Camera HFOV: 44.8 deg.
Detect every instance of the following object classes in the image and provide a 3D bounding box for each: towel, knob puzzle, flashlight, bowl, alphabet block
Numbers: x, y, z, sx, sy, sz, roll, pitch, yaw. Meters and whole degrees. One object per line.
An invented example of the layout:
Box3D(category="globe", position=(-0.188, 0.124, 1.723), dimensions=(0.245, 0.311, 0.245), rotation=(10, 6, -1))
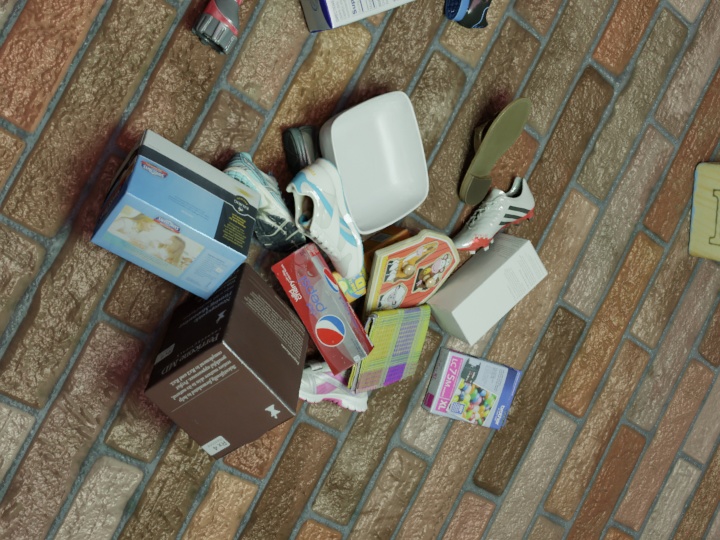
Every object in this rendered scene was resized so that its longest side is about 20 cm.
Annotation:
Box3D(category="towel", position=(0.053, 0.130, 1.502), dimensions=(0.198, 0.022, 0.147), rotation=(-6, 115, -55))
Box3D(category="knob puzzle", position=(0.098, 0.014, 1.498), dimensions=(0.217, 0.031, 0.222), rotation=(-27, 143, -22))
Box3D(category="flashlight", position=(-0.178, -0.428, 1.319), dimensions=(0.067, 0.068, 0.202), rotation=(34, 85, -25))
Box3D(category="bowl", position=(0.015, -0.177, 1.435), dimensions=(0.198, 0.074, 0.204), rotation=(-29, 112, -37))
Box3D(category="alphabet block", position=(0.816, -0.117, 1.781), dimensions=(0.191, 0.199, 0.201), rotation=(-6, 102, -24))

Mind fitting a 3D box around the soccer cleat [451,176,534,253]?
Box3D(category="soccer cleat", position=(0.235, -0.100, 1.578), dimensions=(0.198, 0.068, 0.087), rotation=(-29, 116, -23))

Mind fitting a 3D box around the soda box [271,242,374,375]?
Box3D(category="soda box", position=(-0.059, 0.059, 1.390), dimensions=(0.069, 0.063, 0.203), rotation=(-29, 92, 15))

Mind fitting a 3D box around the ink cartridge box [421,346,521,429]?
Box3D(category="ink cartridge box", position=(0.221, 0.227, 1.650), dimensions=(0.197, 0.042, 0.122), rotation=(18, 92, -29))

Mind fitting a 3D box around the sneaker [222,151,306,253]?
Box3D(category="sneaker", position=(-0.144, -0.109, 1.390), dimensions=(0.201, 0.076, 0.088), rotation=(50, 38, -39))

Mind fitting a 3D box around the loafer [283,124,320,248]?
Box3D(category="loafer", position=(-0.074, -0.137, 1.425), dimensions=(0.062, 0.071, 0.205), rotation=(-18, 105, -27))

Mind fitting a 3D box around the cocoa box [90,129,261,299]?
Box3D(category="cocoa box", position=(-0.266, -0.077, 1.273), dimensions=(0.198, 0.133, 0.133), rotation=(29, 45, -24))

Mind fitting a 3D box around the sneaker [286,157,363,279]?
Box3D(category="sneaker", position=(-0.056, -0.069, 1.364), dimensions=(0.080, 0.076, 0.203), rotation=(-35, 120, -27))

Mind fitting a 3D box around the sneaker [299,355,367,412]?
Box3D(category="sneaker", position=(-0.064, 0.176, 1.485), dimensions=(0.197, 0.081, 0.090), rotation=(17, 91, -35))

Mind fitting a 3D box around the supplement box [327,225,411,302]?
Box3D(category="supplement box", position=(0.000, 0.000, 1.485), dimensions=(0.198, 0.069, 0.068), rotation=(-31, 109, -15))

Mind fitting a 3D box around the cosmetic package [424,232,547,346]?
Box3D(category="cosmetic package", position=(0.225, 0.030, 1.577), dimensions=(0.199, 0.107, 0.085), rotation=(-42, 115, -11))

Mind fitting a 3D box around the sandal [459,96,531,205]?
Box3D(category="sandal", position=(0.221, -0.225, 1.553), dimensions=(0.077, 0.070, 0.215), rotation=(5, 120, -41))

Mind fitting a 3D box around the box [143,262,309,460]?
Box3D(category="box", position=(-0.193, 0.133, 1.313), dimensions=(0.164, 0.202, 0.165), rotation=(-31, 116, 22))

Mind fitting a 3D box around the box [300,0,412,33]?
Box3D(category="box", position=(-0.005, -0.495, 1.369), dimensions=(0.197, 0.105, 0.188), rotation=(-24, 109, -20))

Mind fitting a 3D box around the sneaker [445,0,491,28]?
Box3D(category="sneaker", position=(0.205, -0.517, 1.490), dimensions=(0.077, 0.070, 0.204), rotation=(9, 101, -31))
